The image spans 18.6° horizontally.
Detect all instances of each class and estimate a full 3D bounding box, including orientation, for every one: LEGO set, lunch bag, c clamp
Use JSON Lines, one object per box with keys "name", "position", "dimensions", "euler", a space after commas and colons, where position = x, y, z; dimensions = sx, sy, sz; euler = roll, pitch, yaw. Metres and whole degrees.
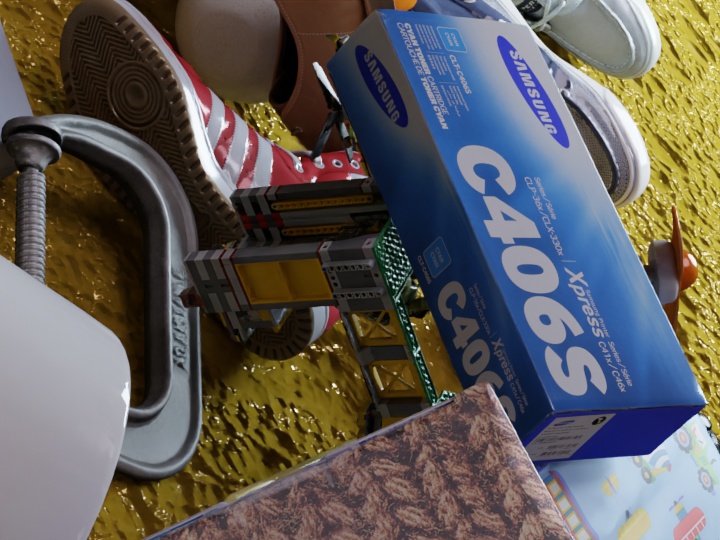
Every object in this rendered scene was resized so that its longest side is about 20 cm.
{"name": "LEGO set", "position": [0.000, 0.000, 1.027], "dimensions": [0.154, 0.115, 0.201], "euler": [63, 37, -36]}
{"name": "lunch bag", "position": [0.104, 0.138, 0.942], "dimensions": [0.152, 0.094, 0.200], "euler": [62, 24, -4]}
{"name": "c clamp", "position": [-0.127, 0.008, 0.970], "dimensions": [0.170, 0.027, 0.202], "euler": [31, 46, -38]}

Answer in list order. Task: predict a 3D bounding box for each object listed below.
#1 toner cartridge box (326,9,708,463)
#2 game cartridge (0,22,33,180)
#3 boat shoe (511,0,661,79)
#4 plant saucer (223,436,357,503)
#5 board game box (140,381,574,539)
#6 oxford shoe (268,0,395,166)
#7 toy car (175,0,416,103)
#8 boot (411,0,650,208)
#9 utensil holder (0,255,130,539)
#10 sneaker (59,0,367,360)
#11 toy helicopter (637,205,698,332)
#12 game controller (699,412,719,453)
{"name": "toner cartridge box", "position": [0.064, -0.017, 0.935], "dimensions": [0.094, 0.043, 0.201], "euler": [1, 56, -42]}
{"name": "game cartridge", "position": [-0.238, -0.100, 0.974], "dimensions": [0.199, 0.040, 0.134], "euler": [10, 44, -46]}
{"name": "boat shoe", "position": [0.116, -0.196, 1.497], "dimensions": [0.201, 0.070, 0.072], "euler": [43, 42, -1]}
{"name": "plant saucer", "position": [0.031, 0.173, 0.998], "dimensions": [0.201, 0.048, 0.199], "euler": [56, 32, 10]}
{"name": "board game box", "position": [-0.014, 0.148, 0.774], "dimensions": [0.158, 0.200, 0.097], "euler": [-23, 69, -15]}
{"name": "oxford shoe", "position": [-0.011, -0.081, 1.157], "dimensions": [0.071, 0.071, 0.201], "euler": [-126, -162, -55]}
{"name": "toy car", "position": [-0.049, -0.201, 1.207], "dimensions": [0.200, 0.150, 0.175], "euler": [46, 32, -3]}
{"name": "boot", "position": [0.088, -0.107, 1.365], "dimensions": [0.200, 0.073, 0.090], "euler": [47, 38, 12]}
{"name": "utensil holder", "position": [-0.200, 0.039, 0.741], "dimensions": [0.199, 0.170, 0.171], "euler": [32, 35, -26]}
{"name": "sneaker", "position": [-0.065, -0.059, 1.108], "dimensions": [0.201, 0.071, 0.112], "euler": [57, 35, -1]}
{"name": "toy helicopter", "position": [0.140, 0.007, 1.247], "dimensions": [0.200, 0.131, 0.080], "euler": [9, 69, -64]}
{"name": "game controller", "position": [0.134, 0.100, 1.211], "dimensions": [0.105, 0.042, 0.200], "euler": [51, 31, 4]}
